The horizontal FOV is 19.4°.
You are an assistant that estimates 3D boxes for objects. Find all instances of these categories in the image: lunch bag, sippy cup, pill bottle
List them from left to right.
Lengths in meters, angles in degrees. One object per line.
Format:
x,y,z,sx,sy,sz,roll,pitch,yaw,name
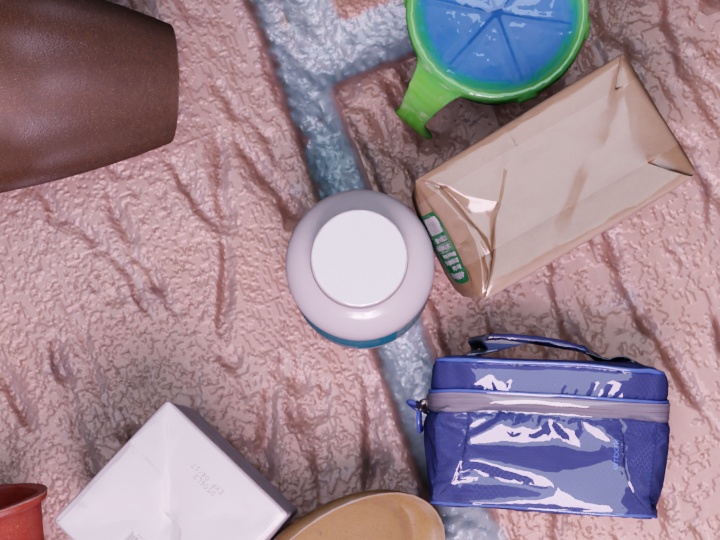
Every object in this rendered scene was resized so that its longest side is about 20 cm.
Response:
0.000,0.000,1.575,0.110,0.200,0.111,0,86,1,pill bottle
0.103,-0.186,1.618,0.177,0.130,0.140,-14,83,0,sippy cup
0.133,0.116,1.597,0.199,0.136,0.133,4,85,2,lunch bag

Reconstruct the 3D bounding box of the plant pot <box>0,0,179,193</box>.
-0.244,-0.145,1.616,0.199,0.187,0.188,-2,85,-14,plant pot

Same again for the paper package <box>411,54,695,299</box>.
0.137,-0.064,1.578,0.190,0.200,0.104,-31,90,-1,paper package

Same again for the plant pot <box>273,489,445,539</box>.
-0.024,0.240,1.577,0.200,0.200,0.027,-43,51,-3,plant pot

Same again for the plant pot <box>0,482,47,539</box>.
-0.314,0.277,1.569,0.200,0.201,0.196,-11,94,0,plant pot

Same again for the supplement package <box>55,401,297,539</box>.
-0.131,0.182,1.560,0.121,0.200,0.120,43,87,5,supplement package
